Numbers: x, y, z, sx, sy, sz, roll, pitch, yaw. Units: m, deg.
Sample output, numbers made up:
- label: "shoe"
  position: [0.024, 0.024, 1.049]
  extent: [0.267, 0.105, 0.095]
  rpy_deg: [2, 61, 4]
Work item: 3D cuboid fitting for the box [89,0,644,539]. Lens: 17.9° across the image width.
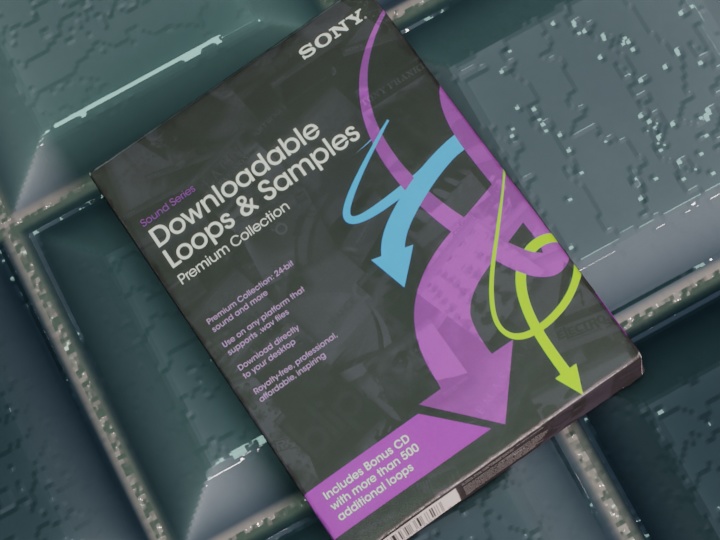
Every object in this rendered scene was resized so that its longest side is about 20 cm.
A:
- label: "box"
  position: [0.000, 0.000, 0.931]
  extent: [0.143, 0.036, 0.200]
  rpy_deg: [-35, 71, -3]
